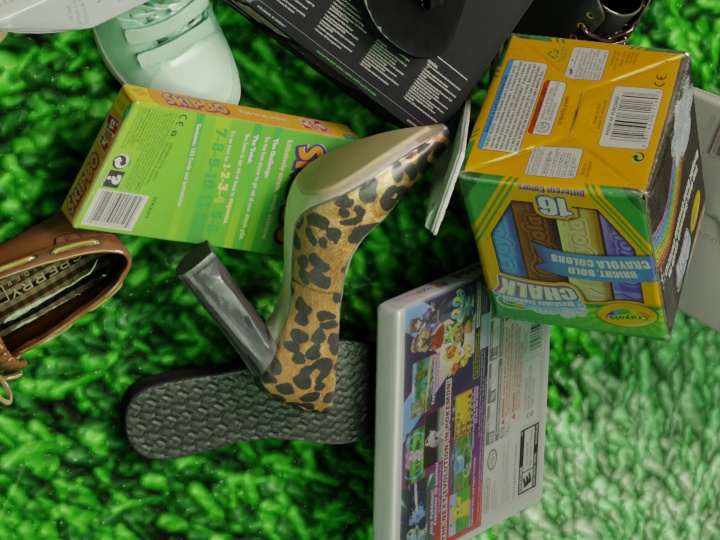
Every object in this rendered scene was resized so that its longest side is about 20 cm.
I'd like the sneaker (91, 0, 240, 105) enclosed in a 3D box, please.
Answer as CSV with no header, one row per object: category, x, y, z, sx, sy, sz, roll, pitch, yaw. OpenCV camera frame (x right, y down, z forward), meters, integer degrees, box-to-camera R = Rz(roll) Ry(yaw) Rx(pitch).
sneaker,-0.118,-0.155,1.431,0.074,0.118,0.200,-39,122,-12

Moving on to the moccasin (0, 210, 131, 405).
moccasin,-0.232,0.037,1.464,0.201,0.078,0.074,-28,120,-16

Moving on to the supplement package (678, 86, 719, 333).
supplement package,0.314,-0.021,1.662,0.200,0.191,0.147,15,101,-32

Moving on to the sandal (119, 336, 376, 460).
sandal,-0.064,0.080,1.593,0.200,0.048,0.075,-5,112,-13

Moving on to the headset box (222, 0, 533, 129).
headset box,0.025,-0.214,1.498,0.174,0.093,0.200,34,90,-32

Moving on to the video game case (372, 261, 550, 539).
video game case,0.071,0.095,1.635,0.182,0.023,0.200,-22,120,-48

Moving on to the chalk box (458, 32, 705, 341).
chalk box,0.151,-0.040,1.541,0.200,0.124,0.125,74,30,-51

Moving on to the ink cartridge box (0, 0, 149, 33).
ink cartridge box,-0.210,-0.190,1.315,0.200,0.163,0.057,-28,150,-10

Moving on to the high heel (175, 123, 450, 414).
high heel,0.000,0.000,1.515,0.200,0.071,0.143,-32,114,11

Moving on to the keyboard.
keyboard,0.060,-0.081,1.513,0.011,0.200,0.056,23,111,-4

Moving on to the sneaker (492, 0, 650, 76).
sneaker,0.145,-0.147,1.577,0.075,0.106,0.200,-13,114,-23

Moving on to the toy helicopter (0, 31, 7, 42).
toy helicopter,-0.271,-0.121,1.389,0.132,0.079,0.200,-14,116,-21

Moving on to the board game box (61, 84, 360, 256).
board game box,-0.086,-0.060,1.505,0.200,0.030,0.096,9,121,-39

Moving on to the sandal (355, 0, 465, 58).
sandal,0.040,-0.224,1.423,0.076,0.043,0.200,-2,107,-26
